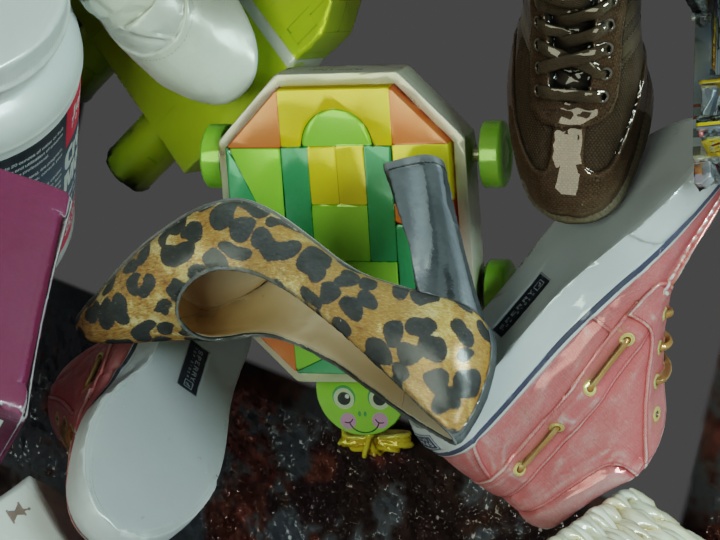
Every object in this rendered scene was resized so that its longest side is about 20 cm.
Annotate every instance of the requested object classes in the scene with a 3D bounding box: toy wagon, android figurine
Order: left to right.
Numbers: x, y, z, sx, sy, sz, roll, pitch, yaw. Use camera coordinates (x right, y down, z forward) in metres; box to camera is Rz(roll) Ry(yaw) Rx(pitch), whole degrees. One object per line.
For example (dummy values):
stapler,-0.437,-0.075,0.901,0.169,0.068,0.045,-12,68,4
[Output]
android figurine,-0.079,-0.137,1.122,0.200,0.041,0.183,-41,76,30
toy wagon,0.000,0.000,1.072,0.154,0.040,0.202,0,103,17

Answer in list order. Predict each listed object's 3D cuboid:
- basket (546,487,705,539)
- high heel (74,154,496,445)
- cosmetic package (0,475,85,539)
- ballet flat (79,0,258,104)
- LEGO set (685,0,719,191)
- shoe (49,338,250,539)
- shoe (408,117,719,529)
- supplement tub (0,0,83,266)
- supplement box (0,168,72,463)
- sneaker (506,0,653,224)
basket,0.123,0.233,0.971,0.198,0.161,0.201,36,115,14
high heel,-0.038,0.037,0.997,0.199,0.071,0.143,-19,57,12
cosmetic package,-0.150,0.182,1.110,0.081,0.200,0.113,-35,76,-2
ballet flat,-0.128,-0.162,1.083,0.069,0.069,0.201,-43,74,28
LEGO set,0.198,-0.100,0.889,0.198,0.154,0.117,-1,69,15
shoe,-0.117,0.084,1.087,0.071,0.201,0.091,40,124,-16
shoe,0.119,0.027,1.016,0.091,0.072,0.200,40,95,-23
supplement tub,-0.213,-0.080,1.106,0.140,0.140,0.201,42,148,19
supplement box,-0.224,0.051,1.055,0.103,0.132,0.200,19,141,-15
sneaker,0.094,-0.124,0.975,0.070,0.075,0.202,3,85,22
